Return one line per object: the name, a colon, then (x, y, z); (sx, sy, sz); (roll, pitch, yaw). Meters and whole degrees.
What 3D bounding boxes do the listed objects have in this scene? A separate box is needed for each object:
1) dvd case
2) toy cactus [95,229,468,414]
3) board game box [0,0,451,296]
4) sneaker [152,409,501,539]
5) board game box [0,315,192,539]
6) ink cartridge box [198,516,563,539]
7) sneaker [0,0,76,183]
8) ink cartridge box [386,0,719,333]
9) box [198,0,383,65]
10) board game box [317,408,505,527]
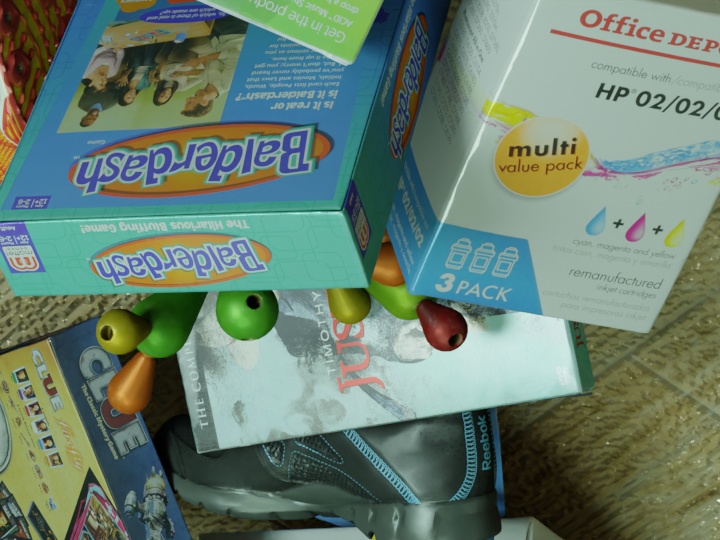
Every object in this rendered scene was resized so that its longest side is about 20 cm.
dvd case: (0.000, 0.000, 1.244); (0.200, 0.022, 0.146); (-10, 93, 28)
toy cactus: (-0.061, -0.015, 1.194); (0.200, 0.165, 0.102); (1, 126, -19)
board game box: (-0.051, -0.076, 1.109); (0.152, 0.200, 0.045); (-1, 135, 19)
sneaker: (-0.016, 0.082, 1.320); (0.200, 0.073, 0.082); (6, 99, 33)
board game box: (-0.138, 0.131, 1.375); (0.135, 0.035, 0.200); (-17, 95, 54)
ink cartridge box: (0.030, 0.190, 1.410); (0.200, 0.084, 0.145); (-5, 154, 30)
sneaker: (-0.163, -0.069, 1.249); (0.077, 0.073, 0.200); (12, 136, 20)
ink cartridge box: (0.097, -0.077, 1.105); (0.115, 0.068, 0.200); (9, 125, -20)
box: (-0.027, -0.194, 1.011); (0.144, 0.036, 0.200); (22, 103, -18)
board game box: (-0.002, 0.050, 1.350); (0.158, 0.039, 0.200); (9, 135, 17)
